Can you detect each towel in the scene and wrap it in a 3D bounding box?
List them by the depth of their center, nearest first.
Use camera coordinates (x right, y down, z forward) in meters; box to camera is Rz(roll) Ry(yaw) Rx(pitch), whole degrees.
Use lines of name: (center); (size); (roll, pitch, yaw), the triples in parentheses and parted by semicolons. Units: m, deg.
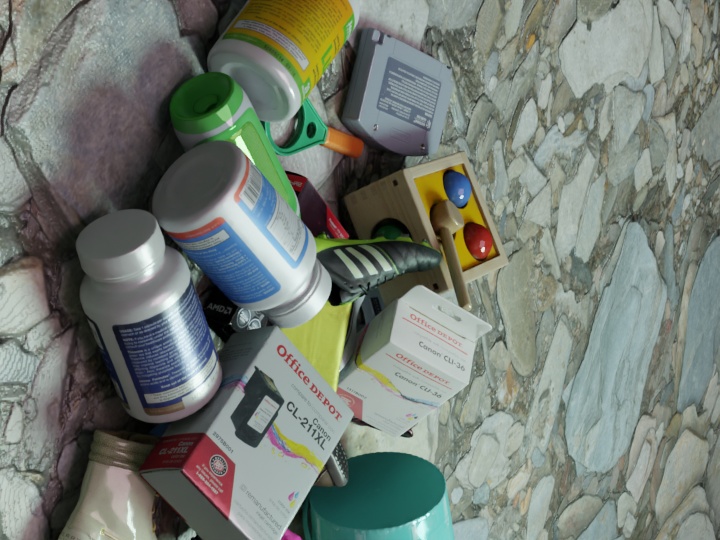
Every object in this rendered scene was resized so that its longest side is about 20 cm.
towel: (-0.066, 0.126, 1.599); (0.085, 0.018, 0.202); (3, 106, -23)

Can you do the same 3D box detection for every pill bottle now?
pill bottle: (-0.213, 0.044, 1.384); (0.111, 0.110, 0.201); (-47, 137, -37)
pill bottle: (-0.114, -0.029, 1.424); (0.200, 0.112, 0.113); (51, 59, -40)
pill bottle: (-0.069, -0.266, 1.492); (0.201, 0.110, 0.111); (-58, 142, -26)

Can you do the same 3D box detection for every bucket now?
bucket: (0.027, 0.334, 1.771); (0.207, 0.206, 0.136); (-33, 125, -46)

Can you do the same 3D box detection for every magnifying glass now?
magnifying glass: (-0.058, -0.164, 1.631); (0.199, 0.022, 0.080); (14, 89, -55)

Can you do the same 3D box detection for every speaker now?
speaker: (-0.131, -0.112, 1.479); (0.089, 0.088, 0.201); (-56, 142, -28)

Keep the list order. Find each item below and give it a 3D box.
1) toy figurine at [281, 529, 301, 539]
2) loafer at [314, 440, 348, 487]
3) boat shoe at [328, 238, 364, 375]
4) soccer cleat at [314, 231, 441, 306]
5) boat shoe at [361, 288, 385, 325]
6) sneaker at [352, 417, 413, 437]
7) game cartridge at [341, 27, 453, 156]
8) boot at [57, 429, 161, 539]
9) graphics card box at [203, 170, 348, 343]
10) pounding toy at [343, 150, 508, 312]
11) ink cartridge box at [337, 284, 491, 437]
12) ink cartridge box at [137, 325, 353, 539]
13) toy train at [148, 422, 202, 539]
toy figurine: (-0.134, 0.356, 1.518); (0.150, 0.200, 0.185); (38, 78, -21)
loafer: (-0.078, 0.184, 1.669); (0.073, 0.070, 0.201); (-86, 156, -67)
boat shoe: (-0.035, 0.041, 1.671); (0.066, 0.069, 0.201); (55, 43, -35)
soccer cleat: (0.000, 0.000, 1.576); (0.198, 0.067, 0.082); (2, 77, -23)
boat shoe: (0.043, 0.058, 1.800); (0.065, 0.073, 0.202); (-37, 125, -48)
sneaker: (0.013, 0.165, 1.760); (0.200, 0.115, 0.076); (23, 82, -57)
game cartridge: (0.048, -0.215, 1.755); (0.199, 0.041, 0.134); (14, 86, -57)
boot: (-0.232, 0.253, 1.469); (0.200, 0.072, 0.156); (28, 75, -56)
graphics card box: (-0.096, 0.003, 1.602); (0.201, 0.051, 0.126); (-61, 144, -20)
pounding toy: (0.092, -0.038, 1.717); (0.199, 0.141, 0.186); (-21, 89, -54)
ink cartridge box: (0.054, 0.109, 1.644); (0.116, 0.200, 0.068); (28, 47, -17)
ink cartridge box: (-0.116, 0.179, 1.461); (0.146, 0.082, 0.201); (49, 52, -23)
toy train: (-0.161, 0.229, 1.558); (0.114, 0.086, 0.201); (-37, 132, -33)
